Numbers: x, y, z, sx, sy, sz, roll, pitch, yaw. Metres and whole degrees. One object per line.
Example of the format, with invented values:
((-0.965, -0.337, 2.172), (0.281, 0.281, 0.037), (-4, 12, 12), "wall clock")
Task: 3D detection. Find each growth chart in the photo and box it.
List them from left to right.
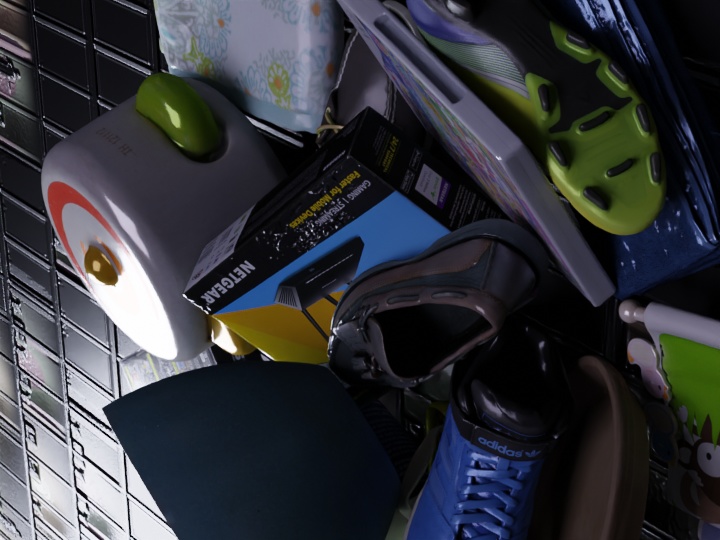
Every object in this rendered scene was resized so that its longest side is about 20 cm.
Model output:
((0.214, 0.110, 0.926), (0.144, 0.018, 0.201), (7, 122, 52), "growth chart")

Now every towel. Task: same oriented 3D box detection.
((-0.082, -0.200, 1.165), (0.200, 0.048, 0.172), (26, 127, 45), "towel")
((0.138, -0.086, 0.925), (0.112, 0.048, 0.201), (-32, 81, 55), "towel")

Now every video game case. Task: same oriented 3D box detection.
((0.062, -0.077, 0.953), (0.143, 0.018, 0.200), (50, -179, -46), "video game case")

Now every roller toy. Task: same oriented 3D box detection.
((-0.139, -0.032, 1.213), (0.201, 0.139, 0.182), (59, 157, -10), "roller toy")

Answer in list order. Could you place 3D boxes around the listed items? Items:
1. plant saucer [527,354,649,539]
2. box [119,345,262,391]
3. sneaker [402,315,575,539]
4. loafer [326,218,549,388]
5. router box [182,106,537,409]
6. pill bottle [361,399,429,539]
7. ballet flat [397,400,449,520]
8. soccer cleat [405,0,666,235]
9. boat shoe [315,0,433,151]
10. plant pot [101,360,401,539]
((0.124, 0.150, 0.988), (0.200, 0.029, 0.201), (-164, 90, -81), "plant saucer")
((-0.115, 0.142, 1.382), (0.160, 0.044, 0.201), (-29, 83, 55), "box")
((0.075, 0.123, 0.996), (0.076, 0.201, 0.111), (16, 153, 3), "sneaker")
((0.031, 0.032, 0.984), (0.072, 0.063, 0.200), (37, 143, -13), "loafer")
((0.000, 0.000, 1.063), (0.149, 0.051, 0.200), (36, 138, -16), "router box")
((0.006, 0.167, 1.172), (0.200, 0.111, 0.111), (48, 140, 28), "pill bottle")
((0.052, 0.175, 1.066), (0.067, 0.067, 0.201), (-33, 42, 55), "ballet flat")
((0.096, -0.098, 0.899), (0.200, 0.065, 0.084), (53, 171, 17), "soccer cleat")
((0.003, -0.077, 1.099), (0.072, 0.060, 0.202), (34, 132, 40), "boat shoe")
((-0.053, 0.136, 1.054), (0.201, 0.134, 0.200), (56, 172, 12), "plant pot")
